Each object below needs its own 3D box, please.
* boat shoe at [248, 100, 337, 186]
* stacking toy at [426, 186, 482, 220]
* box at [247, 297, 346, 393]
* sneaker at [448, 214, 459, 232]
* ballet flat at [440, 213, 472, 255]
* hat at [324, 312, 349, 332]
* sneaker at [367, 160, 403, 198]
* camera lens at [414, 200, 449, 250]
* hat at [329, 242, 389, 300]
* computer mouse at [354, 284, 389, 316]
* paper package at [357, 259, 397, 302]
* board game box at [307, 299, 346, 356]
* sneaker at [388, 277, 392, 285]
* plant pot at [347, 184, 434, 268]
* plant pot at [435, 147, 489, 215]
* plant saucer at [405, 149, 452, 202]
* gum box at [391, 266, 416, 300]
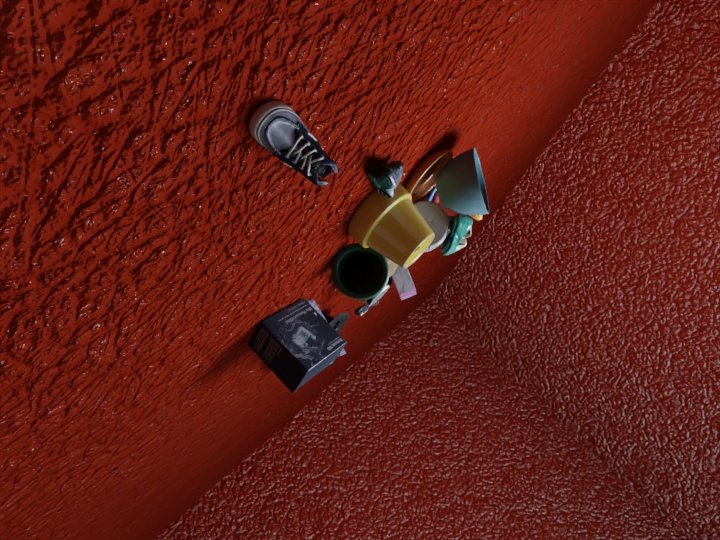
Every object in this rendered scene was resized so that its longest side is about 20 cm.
[{"bbox_3d":[-0.095,-0.195,0.832,0.075,0.093,0.200,-48,167,10],"label":"boat shoe"},{"bbox_3d":[0.340,-0.239,1.817,0.110,0.200,0.116,-58,165,22],"label":"stacking toy"},{"bbox_3d":[-0.182,0.214,1.541,0.196,0.200,0.118,-30,160,-52],"label":"box"},{"bbox_3d":[0.298,-0.159,1.854,0.077,0.079,0.200,4,-179,-23],"label":"sneaker"},{"bbox_3d":[0.313,-0.105,1.680,0.201,0.070,0.068,103,-1,-58],"label":"ballet flat"},{"bbox_3d":[-0.132,0.214,1.955,0.201,0.081,0.201,-49,162,-22],"label":"hat"},{"bbox_3d":[0.068,-0.245,1.289,0.088,0.074,0.200,-60,177,-2],"label":"sneaker"},{"bbox_3d":[0.208,-0.144,1.736,0.160,0.160,0.200,-47,177,2],"label":"camera lens"},{"bbox_3d":[0.000,0.000,1.622,0.176,0.198,0.167,2,105,-81],"label":"hat"},{"bbox_3d":[0.042,0.085,1.762,0.109,0.044,0.200,-34,168,-29],"label":"computer mouse"},{"bbox_3d":[0.044,-0.020,1.769,0.200,0.103,0.191,-37,164,-32],"label":"paper package"},{"bbox_3d":[-0.155,0.234,1.683,0.200,0.200,0.062,-49,167,11],"label":"board game box"},{"bbox_3d":[0.057,0.011,1.977,0.060,0.104,0.200,-60,-159,13],"label":"sneaker"},{"bbox_3d":[0.097,-0.116,1.463,0.201,0.189,0.201,-43,166,-14],"label":"plant pot"},{"bbox_3d":[0.305,-0.258,1.607,0.134,0.202,0.200,-11,178,19],"label":"plant pot"},{"bbox_3d":[0.202,-0.292,1.604,0.200,0.037,0.200,-44,167,-13],"label":"plant saucer"},{"bbox_3d":[0.140,-0.001,1.942,0.066,0.201,0.114,-22,167,3],"label":"gum box"}]
